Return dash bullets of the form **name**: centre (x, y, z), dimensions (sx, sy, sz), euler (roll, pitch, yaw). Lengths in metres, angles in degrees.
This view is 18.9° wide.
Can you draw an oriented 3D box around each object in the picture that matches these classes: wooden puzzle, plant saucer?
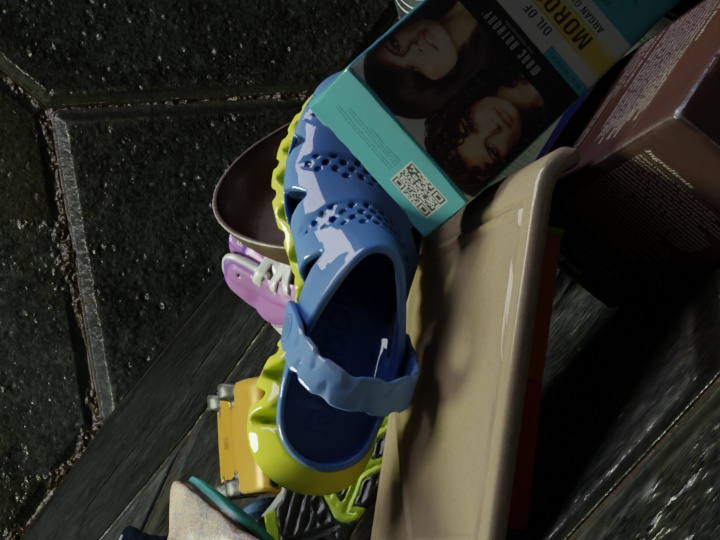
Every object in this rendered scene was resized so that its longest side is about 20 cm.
- **wooden puzzle**: centre (0.047, 0.055, 0.962), dimensions (0.185, 0.037, 0.201), euler (153, 131, -73)
- **plant saucer**: centre (0.015, -0.051, 1.233), dimensions (0.199, 0.032, 0.200), euler (-13, 26, 6)

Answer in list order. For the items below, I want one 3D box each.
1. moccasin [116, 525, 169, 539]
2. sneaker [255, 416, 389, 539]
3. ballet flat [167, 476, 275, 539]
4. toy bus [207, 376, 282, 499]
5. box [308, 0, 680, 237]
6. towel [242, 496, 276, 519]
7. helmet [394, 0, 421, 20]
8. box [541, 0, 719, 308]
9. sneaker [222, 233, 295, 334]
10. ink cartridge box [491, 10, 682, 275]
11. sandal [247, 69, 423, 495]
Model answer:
- **moccasin**: centre (-0.139, 0.185, 1.166), dimensions (0.200, 0.068, 0.081), euler (-45, 9, 43)
- **sneaker**: centre (-0.023, 0.147, 1.077), dimensions (0.201, 0.075, 0.076), euler (-57, -24, -16)
- **ballet flat**: centre (-0.050, 0.146, 0.965), dimensions (0.067, 0.068, 0.200), euler (-51, 28, -11)
- **toy bus**: centre (-0.045, 0.098, 1.262), dimensions (0.200, 0.078, 0.066), euler (135, 130, -80)
- **box**: centre (0.074, -0.111, 1.000), dimensions (0.200, 0.082, 0.049), euler (-44, 3, -29)
- **towel**: centre (-0.086, 0.210, 1.180), dimensions (0.112, 0.048, 0.200), euler (-49, 7, 27)
- **helmet**: centre (0.114, -0.188, 1.383), dimensions (0.200, 0.200, 0.190), euler (-47, -8, 35)
- **box**: centre (0.145, -0.058, 0.935), dimensions (0.100, 0.075, 0.200), euler (-54, 5, -18)
- **sneaker**: centre (-0.026, 0.006, 1.260), dimensions (0.073, 0.114, 0.200), euler (-52, 8, -20)
- **ink cartridge box**: centre (0.083, -0.059, 1.108), dimensions (0.201, 0.094, 0.037), euler (-60, 15, 20)
- **sandal**: centre (0.000, 0.000, 0.996), dimensions (0.087, 0.079, 0.201), euler (144, 131, -66)
